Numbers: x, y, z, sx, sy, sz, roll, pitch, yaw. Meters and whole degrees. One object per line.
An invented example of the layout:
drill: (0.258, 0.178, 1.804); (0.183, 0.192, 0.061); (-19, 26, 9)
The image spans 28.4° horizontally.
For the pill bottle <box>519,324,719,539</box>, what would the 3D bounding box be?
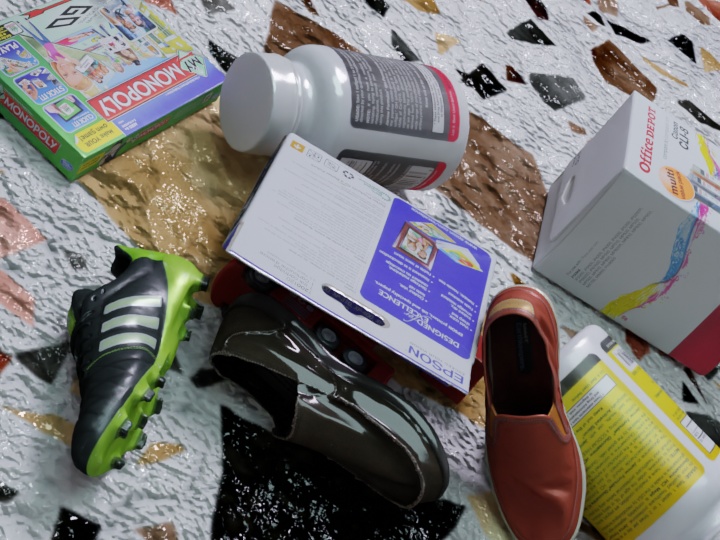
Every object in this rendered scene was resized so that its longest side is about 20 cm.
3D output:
pill bottle: (0.210, 0.149, 1.099); (0.200, 0.113, 0.112); (47, 37, 10)

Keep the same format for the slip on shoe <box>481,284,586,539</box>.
slip on shoe: (0.121, 0.112, 1.035); (0.061, 0.074, 0.201); (-24, 108, -70)

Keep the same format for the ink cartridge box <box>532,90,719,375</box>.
ink cartridge box: (0.285, -0.035, 1.328); (0.199, 0.145, 0.146); (31, 38, -9)

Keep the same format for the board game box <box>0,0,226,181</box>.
board game box: (-0.210, -0.158, 1.130); (0.135, 0.029, 0.200); (42, 37, 5)

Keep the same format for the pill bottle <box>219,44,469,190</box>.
pill bottle: (-0.014, -0.130, 1.198); (0.199, 0.111, 0.111); (4, 49, -38)

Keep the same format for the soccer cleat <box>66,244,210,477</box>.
soccer cleat: (-0.162, 0.056, 0.930); (0.081, 0.068, 0.200); (17, 38, 0)

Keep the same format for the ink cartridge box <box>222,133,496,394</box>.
ink cartridge box: (0.000, 0.000, 1.050); (0.198, 0.043, 0.200); (31, 30, -6)

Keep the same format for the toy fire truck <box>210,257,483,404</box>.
toy fire truck: (-0.004, 0.041, 1.081); (0.200, 0.049, 0.141); (41, 36, 4)

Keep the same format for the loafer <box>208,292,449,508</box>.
loafer: (-0.029, 0.103, 0.989); (0.200, 0.073, 0.071); (38, 46, 6)
